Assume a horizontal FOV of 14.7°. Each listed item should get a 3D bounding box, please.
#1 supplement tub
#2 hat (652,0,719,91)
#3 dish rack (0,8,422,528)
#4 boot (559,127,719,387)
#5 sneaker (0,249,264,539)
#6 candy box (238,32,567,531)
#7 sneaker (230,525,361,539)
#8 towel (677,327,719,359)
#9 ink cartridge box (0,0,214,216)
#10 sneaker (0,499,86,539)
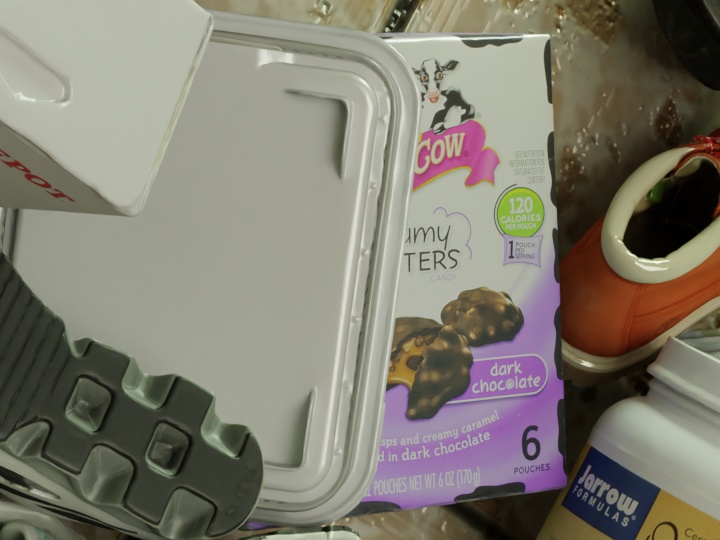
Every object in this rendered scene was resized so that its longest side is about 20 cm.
[{"bbox_3d":[0.144,0.144,1.231,0.144,0.144,0.201,26,92,-32],"label":"supplement tub"},{"bbox_3d":[0.191,-0.126,1.306,0.200,0.081,0.202,23,50,-30],"label":"hat"},{"bbox_3d":[-0.069,-0.003,1.102,0.170,0.044,0.202,8,93,3],"label":"dish rack"},{"bbox_3d":[0.167,-0.031,1.279,0.075,0.107,0.200,44,59,14],"label":"boot"},{"bbox_3d":[-0.138,0.045,1.035,0.200,0.088,0.074,38,62,-14],"label":"sneaker"},{"bbox_3d":[0.000,0.000,1.194,0.167,0.071,0.202,-5,94,-33],"label":"candy box"},{"bbox_3d":[-0.046,0.149,1.088,0.200,0.078,0.091,6,74,-73],"label":"sneaker"},{"bbox_3d":[0.235,0.113,1.323,0.170,0.048,0.201,-12,100,4],"label":"towel"},{"bbox_3d":[-0.173,-0.089,0.979,0.144,0.199,0.085,37,67,-43],"label":"ink cartridge box"},{"bbox_3d":[-0.127,0.132,1.098,0.199,0.080,0.071,19,53,-36],"label":"sneaker"}]
